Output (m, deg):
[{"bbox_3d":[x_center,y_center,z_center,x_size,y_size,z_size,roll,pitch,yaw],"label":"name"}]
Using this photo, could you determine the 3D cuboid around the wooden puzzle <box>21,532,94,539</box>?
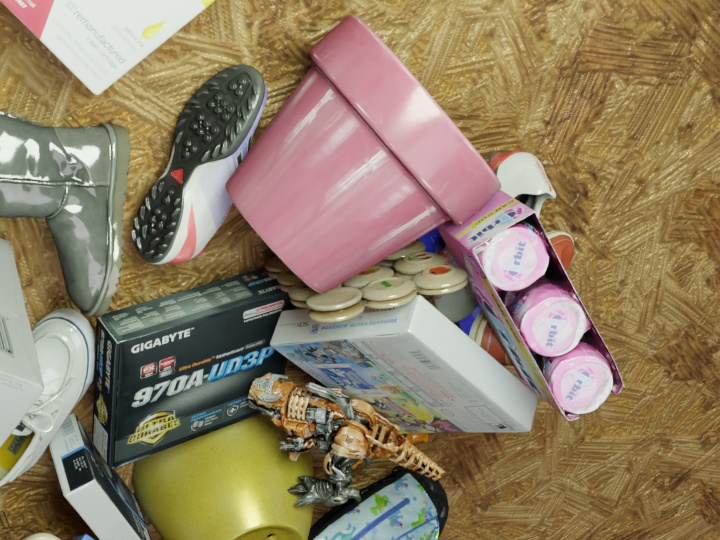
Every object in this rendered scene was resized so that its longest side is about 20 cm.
[{"bbox_3d":[-0.278,0.325,1.252,0.200,0.046,0.185,36,147,-16],"label":"wooden puzzle"}]

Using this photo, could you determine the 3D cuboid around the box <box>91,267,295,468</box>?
[{"bbox_3d":[-0.162,0.092,1.178,0.199,0.046,0.160,-16,133,-35],"label":"box"}]

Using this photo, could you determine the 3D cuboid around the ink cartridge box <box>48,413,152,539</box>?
[{"bbox_3d":[-0.258,0.245,1.249,0.039,0.100,0.200,-27,134,-7],"label":"ink cartridge box"}]

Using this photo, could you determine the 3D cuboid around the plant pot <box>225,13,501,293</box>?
[{"bbox_3d":[-0.008,-0.085,1.032,0.179,0.200,0.200,-42,133,4],"label":"plant pot"}]

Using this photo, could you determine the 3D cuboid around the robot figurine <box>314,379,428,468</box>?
[{"bbox_3d":[0.018,0.126,1.319,0.144,0.058,0.201,-18,133,-13],"label":"robot figurine"}]

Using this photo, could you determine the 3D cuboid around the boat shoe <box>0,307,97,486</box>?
[{"bbox_3d":[-0.314,0.128,1.125,0.074,0.086,0.202,35,116,0],"label":"boat shoe"}]

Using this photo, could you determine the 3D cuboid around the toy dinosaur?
[{"bbox_3d":[-0.020,0.171,1.211,0.102,0.200,0.136,-41,162,-37],"label":"toy dinosaur"}]

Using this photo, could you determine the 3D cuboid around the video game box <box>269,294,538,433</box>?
[{"bbox_3d":[0.043,0.097,1.166,0.182,0.047,0.200,-10,142,41],"label":"video game box"}]

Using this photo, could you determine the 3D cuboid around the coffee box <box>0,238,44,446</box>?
[{"bbox_3d":[-0.401,0.070,0.966,0.199,0.200,0.198,27,112,-39],"label":"coffee box"}]

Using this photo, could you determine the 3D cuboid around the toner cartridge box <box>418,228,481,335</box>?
[{"bbox_3d":[0.120,-0.011,1.269,0.095,0.043,0.200,-31,134,-3],"label":"toner cartridge box"}]

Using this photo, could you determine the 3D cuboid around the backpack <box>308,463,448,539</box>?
[{"bbox_3d":[-0.004,0.324,1.368,0.199,0.154,0.163,-8,151,-41],"label":"backpack"}]

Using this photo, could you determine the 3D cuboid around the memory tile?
[{"bbox_3d":[0.000,0.000,1.121,0.152,0.200,0.017,-14,109,-15],"label":"memory tile"}]

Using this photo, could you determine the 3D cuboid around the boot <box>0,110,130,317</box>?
[{"bbox_3d":[-0.296,-0.052,0.990,0.199,0.072,0.183,0,96,-35],"label":"boot"}]

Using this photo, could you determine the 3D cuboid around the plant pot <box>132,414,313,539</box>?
[{"bbox_3d":[-0.129,0.253,1.290,0.199,0.142,0.201,-14,131,-17],"label":"plant pot"}]

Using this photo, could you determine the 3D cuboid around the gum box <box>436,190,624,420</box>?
[{"bbox_3d":[0.152,0.032,1.083,0.066,0.114,0.201,-32,111,-3],"label":"gum box"}]

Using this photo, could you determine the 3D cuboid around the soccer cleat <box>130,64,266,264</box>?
[{"bbox_3d":[-0.132,-0.093,1.074,0.073,0.068,0.201,0,126,-56],"label":"soccer cleat"}]

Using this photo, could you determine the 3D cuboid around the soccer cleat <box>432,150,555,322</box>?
[{"bbox_3d":[0.127,-0.021,1.176,0.068,0.085,0.201,7,122,-31],"label":"soccer cleat"}]

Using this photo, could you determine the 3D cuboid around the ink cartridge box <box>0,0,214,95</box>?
[{"bbox_3d":[-0.173,-0.254,0.899,0.200,0.084,0.145,-38,133,5],"label":"ink cartridge box"}]

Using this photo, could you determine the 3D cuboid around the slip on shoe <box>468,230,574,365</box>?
[{"bbox_3d":[0.178,0.031,1.233,0.200,0.061,0.074,-48,141,-42],"label":"slip on shoe"}]
